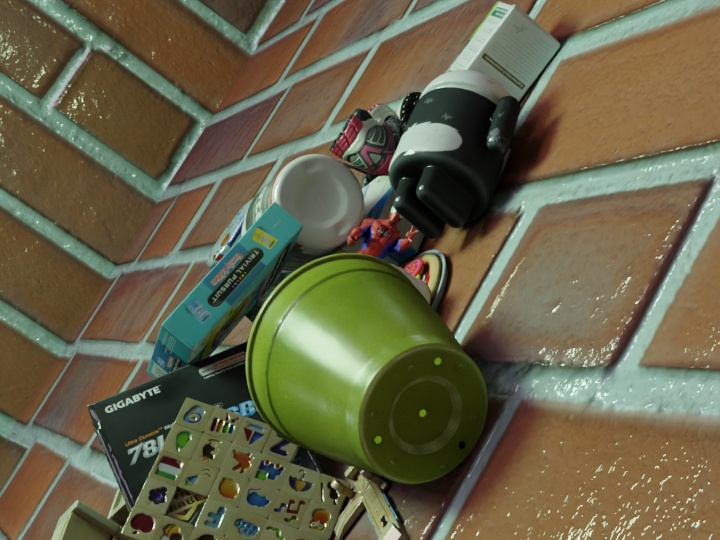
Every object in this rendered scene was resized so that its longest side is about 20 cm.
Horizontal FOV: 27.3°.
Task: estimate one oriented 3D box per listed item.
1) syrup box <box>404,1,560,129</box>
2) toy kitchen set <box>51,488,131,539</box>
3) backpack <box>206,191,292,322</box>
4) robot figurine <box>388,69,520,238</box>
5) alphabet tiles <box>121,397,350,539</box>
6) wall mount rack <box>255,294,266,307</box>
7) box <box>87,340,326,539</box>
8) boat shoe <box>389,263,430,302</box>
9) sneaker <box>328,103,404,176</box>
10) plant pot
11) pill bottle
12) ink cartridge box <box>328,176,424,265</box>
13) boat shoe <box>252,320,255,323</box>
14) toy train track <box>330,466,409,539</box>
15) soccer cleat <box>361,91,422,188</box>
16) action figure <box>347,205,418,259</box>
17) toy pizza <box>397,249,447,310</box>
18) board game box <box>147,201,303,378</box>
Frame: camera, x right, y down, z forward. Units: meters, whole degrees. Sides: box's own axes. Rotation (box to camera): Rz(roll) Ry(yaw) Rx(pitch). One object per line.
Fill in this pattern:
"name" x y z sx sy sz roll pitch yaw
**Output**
"syrup box" 0.146 -0.222 1.805 0.200 0.081 0.079 -52 15 6
"toy kitchen set" -0.201 0.275 1.598 0.180 0.199 0.164 -44 20 32
"backpack" -0.119 -0.028 2.075 0.191 0.154 0.200 -46 13 -6
"robot figurine" 0.107 -0.133 1.676 0.125 0.149 0.201 75 -149 -49
"alphabet tiles" -0.119 0.228 1.507 0.008 0.198 0.168 94 -164 -55
"wall mount rack" -0.083 0.081 1.800 0.174 0.074 0.201 -23 -46 -64
"box" -0.163 0.192 1.569 0.050 0.199 0.199 90 155 -53
"boat shoe" 0.013 0.086 1.557 0.070 0.069 0.201 -12 52 43
"sneaker" 0.020 -0.147 1.791 0.081 0.074 0.200 -55 -5 16
"plant pot" 0.018 0.103 1.375 0.201 0.200 0.193 -56 28 -3
"pill bottle" -0.077 -0.062 1.811 0.114 0.113 0.200 -61 10 -20
"ink cartridge box" 0.013 -0.047 1.862 0.200 0.067 0.117 -34 26 52
"boat shoe" -0.050 0.116 1.617 0.060 0.074 0.200 -32 53 -4
"toy train track" 0.008 0.219 1.419 0.115 0.032 0.200 -54 17 5
"soccer cleat" 0.049 -0.150 1.988 0.073 0.068 0.201 119 175 -56
"action figure" 0.000 0.000 1.691 0.201 0.065 0.099 -57 -1 -13
"toy pizza" 0.027 0.056 1.685 0.200 0.032 0.201 -49 17 21
"board game box" -0.155 0.033 1.686 0.200 0.047 0.151 -49 -4 -27
